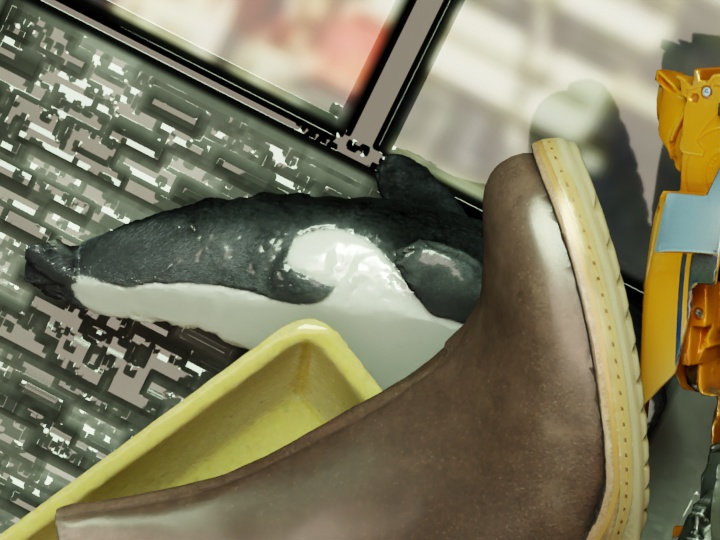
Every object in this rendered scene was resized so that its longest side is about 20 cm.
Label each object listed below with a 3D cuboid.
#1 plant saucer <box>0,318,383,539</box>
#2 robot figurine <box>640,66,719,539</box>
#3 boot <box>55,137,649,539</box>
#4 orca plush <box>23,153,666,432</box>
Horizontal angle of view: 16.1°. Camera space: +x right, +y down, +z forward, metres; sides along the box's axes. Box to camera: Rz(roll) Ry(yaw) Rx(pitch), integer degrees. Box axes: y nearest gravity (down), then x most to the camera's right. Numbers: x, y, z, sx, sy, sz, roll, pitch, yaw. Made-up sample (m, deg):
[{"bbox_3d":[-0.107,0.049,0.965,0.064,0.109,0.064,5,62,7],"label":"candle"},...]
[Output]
[{"bbox_3d":[-0.032,0.137,0.808,0.200,0.048,0.200,-36,103,11],"label":"plant saucer"},{"bbox_3d":[0.127,0.039,0.753,0.058,0.145,0.201,10,101,40],"label":"robot figurine"},{"bbox_3d":[-0.004,0.064,0.722,0.166,0.072,0.201,-4,111,-1],"label":"boot"},{"bbox_3d":[0.000,0.000,0.804,0.199,0.071,0.105,4,144,17],"label":"orca plush"}]
